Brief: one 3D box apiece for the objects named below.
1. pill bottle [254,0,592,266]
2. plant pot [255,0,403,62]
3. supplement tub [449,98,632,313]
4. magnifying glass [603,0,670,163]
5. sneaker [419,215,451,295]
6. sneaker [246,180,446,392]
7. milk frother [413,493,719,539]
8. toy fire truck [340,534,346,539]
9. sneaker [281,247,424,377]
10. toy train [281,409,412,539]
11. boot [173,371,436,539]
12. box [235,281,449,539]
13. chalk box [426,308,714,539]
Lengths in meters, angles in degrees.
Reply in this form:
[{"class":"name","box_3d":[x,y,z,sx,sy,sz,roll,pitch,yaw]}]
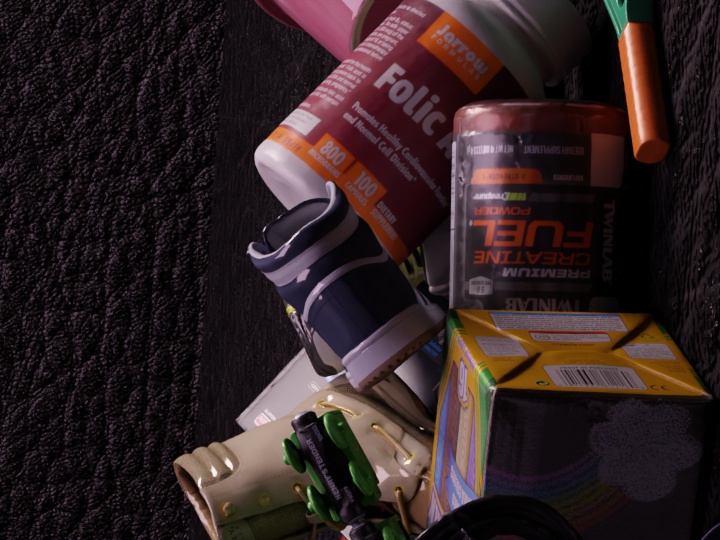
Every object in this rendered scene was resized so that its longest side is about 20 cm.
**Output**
[{"class":"pill bottle","box_3d":[0.041,-0.100,1.538,0.200,0.114,0.114,-46,6,-8]},{"class":"plant pot","box_3d":[0.018,-0.228,1.802,0.179,0.199,0.201,-121,30,-43]},{"class":"supplement tub","box_3d":[0.104,0.005,1.449,0.107,0.106,0.201,173,98,-80]},{"class":"magnifying glass","box_3d":[0.155,-0.152,1.428,0.080,0.022,0.201,108,163,-59]},{"class":"sneaker","box_3d":[0.090,-0.020,1.657,0.200,0.081,0.076,-21,-80,-79]},{"class":"sneaker","box_3d":[-0.007,0.010,1.453,0.109,0.070,0.200,51,180,2]},{"class":"milk frother","box_3d":[0.120,0.156,1.053,0.188,0.199,0.181,108,165,-59]},{"class":"toy fire truck","box_3d":[0.073,0.145,1.678,0.168,0.112,0.201,-31,53,48]},{"class":"sneaker","box_3d":[0.000,0.000,1.612,0.200,0.076,0.076,-71,-40,-63]},{"class":"toy train","box_3d":[0.016,0.167,1.410,0.201,0.042,0.056,62,-168,7]},{"class":"boot","box_3d":[-0.011,0.140,1.491,0.200,0.155,0.073,45,152,47]},{"class":"box","box_3d":[0.025,0.096,1.638,0.159,0.046,0.200,-47,38,-1]},{"class":"chalk box","box_3d":[0.106,0.135,1.360,0.124,0.124,0.201,-114,28,-68]}]
